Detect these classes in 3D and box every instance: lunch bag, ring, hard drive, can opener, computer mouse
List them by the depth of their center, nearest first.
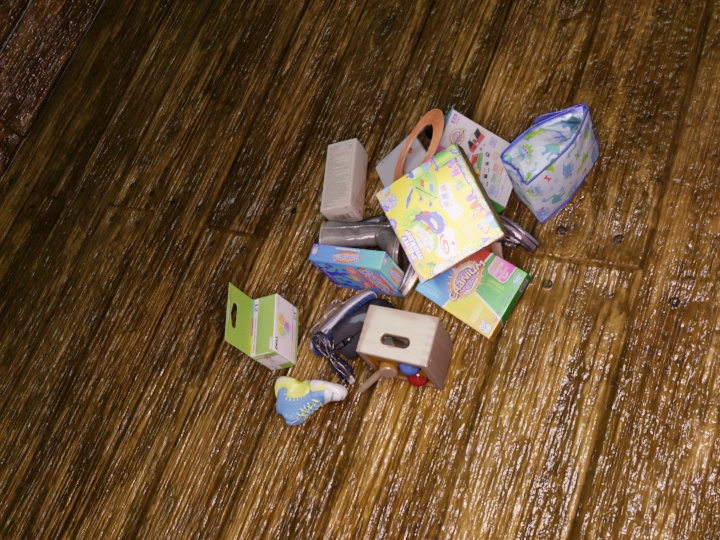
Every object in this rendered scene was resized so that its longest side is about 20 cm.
[{"bbox_3d":[0.408,-0.233,1.404,0.199,0.170,0.129,-38,55,7],"label":"lunch bag"},{"bbox_3d":[-0.001,0.144,1.492,0.199,0.053,0.139,-40,88,-3],"label":"computer mouse"},{"bbox_3d":[0.132,-0.263,1.494,0.202,0.019,0.203,-54,22,34],"label":"ring"},{"bbox_3d":[0.108,-0.244,1.604,0.131,0.027,0.202,-41,30,14],"label":"hard drive"},{"bbox_3d":[-0.028,-0.094,1.670,0.196,0.080,0.064,-25,15,13],"label":"can opener"}]

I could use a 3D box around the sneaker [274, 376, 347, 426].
[{"bbox_3d":[-0.114,0.299,1.503,0.196,0.075,0.108,-1,76,38],"label":"sneaker"}]

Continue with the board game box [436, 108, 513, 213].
[{"bbox_3d":[0.256,-0.244,1.495,0.196,0.040,0.156,28,70,-7],"label":"board game box"}]

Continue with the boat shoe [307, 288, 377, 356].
[{"bbox_3d":[-0.050,0.105,1.559,0.199,0.072,0.073,-40,44,1],"label":"boat shoe"}]

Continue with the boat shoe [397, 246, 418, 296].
[{"bbox_3d":[0.121,-0.042,1.490,0.063,0.072,0.204,24,79,1],"label":"boat shoe"}]

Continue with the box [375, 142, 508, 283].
[{"bbox_3d":[0.165,-0.112,1.347,0.190,0.122,0.204,-29,85,17],"label":"box"}]

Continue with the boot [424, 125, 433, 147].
[{"bbox_3d":[0.201,-0.241,1.536,0.076,0.139,0.202,-31,45,8],"label":"boot"}]

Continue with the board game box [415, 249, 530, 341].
[{"bbox_3d":[0.234,0.029,1.409,0.198,0.040,0.155,33,92,30],"label":"board game box"}]

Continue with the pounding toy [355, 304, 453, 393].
[{"bbox_3d":[0.075,0.180,1.391,0.195,0.185,0.146,9,68,24],"label":"pounding toy"}]

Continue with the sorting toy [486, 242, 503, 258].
[{"bbox_3d":[0.224,-0.056,1.504,0.181,0.036,0.205,-17,58,22],"label":"sorting toy"}]

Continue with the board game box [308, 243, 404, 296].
[{"bbox_3d":[0.000,0.000,1.535,0.195,0.152,0.046,7,68,34],"label":"board game box"}]

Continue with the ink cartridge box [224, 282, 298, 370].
[{"bbox_3d":[-0.228,0.127,1.571,0.074,0.200,0.152,-14,58,22],"label":"ink cartridge box"}]

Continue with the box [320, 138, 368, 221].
[{"bbox_3d":[-0.040,-0.229,1.727,0.093,0.078,0.205,-7,61,27],"label":"box"}]

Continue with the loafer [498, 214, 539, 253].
[{"bbox_3d":[0.290,-0.090,1.444,0.198,0.072,0.064,38,93,16],"label":"loafer"}]

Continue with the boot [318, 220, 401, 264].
[{"bbox_3d":[0.000,-0.071,1.553,0.193,0.075,0.183,4,23,1],"label":"boot"}]
